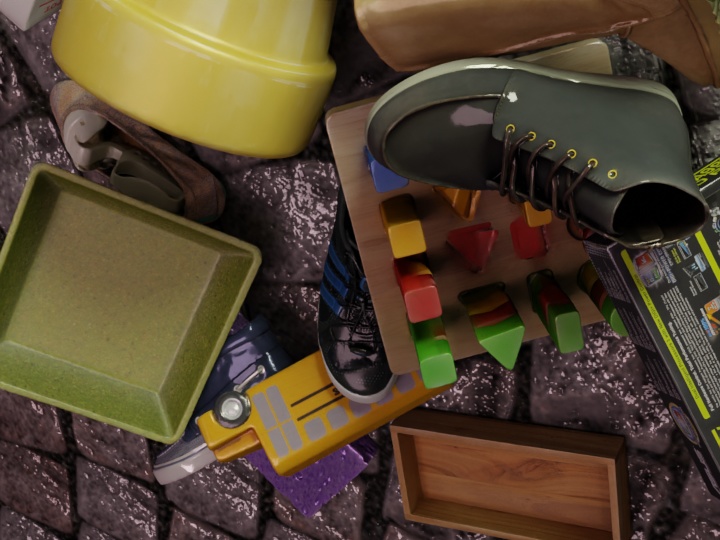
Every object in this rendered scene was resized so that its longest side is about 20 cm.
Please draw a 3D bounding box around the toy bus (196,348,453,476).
[{"bbox_3d":[-0.029,0.105,0.918,0.198,0.065,0.079,-29,77,-1],"label":"toy bus"}]

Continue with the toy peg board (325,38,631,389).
[{"bbox_3d":[0.097,-0.027,0.761,0.197,0.098,0.201,-15,111,1],"label":"toy peg board"}]

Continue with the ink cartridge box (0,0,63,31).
[{"bbox_3d":[-0.230,-0.266,0.864,0.067,0.117,0.200,41,134,-1],"label":"ink cartridge box"}]

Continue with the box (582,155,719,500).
[{"bbox_3d":[0.258,0.028,0.726,0.159,0.044,0.201,-31,100,-4],"label":"box"}]

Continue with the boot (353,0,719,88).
[{"bbox_3d":[0.120,-0.154,0.695,0.198,0.175,0.067,-7,67,26],"label":"boot"}]

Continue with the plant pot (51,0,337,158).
[{"bbox_3d":[-0.094,-0.208,0.785,0.199,0.200,0.191,29,112,14],"label":"plant pot"}]

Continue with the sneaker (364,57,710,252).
[{"bbox_3d":[0.102,-0.067,0.660,0.197,0.107,0.075,-2,130,-1],"label":"sneaker"}]

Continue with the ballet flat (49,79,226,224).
[{"bbox_3d":[-0.208,-0.101,0.981,0.199,0.067,0.069,31,126,13],"label":"ballet flat"}]

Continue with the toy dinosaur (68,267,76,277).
[{"bbox_3d":[-0.207,0.015,1.064,0.180,0.106,0.200,-21,138,27],"label":"toy dinosaur"}]

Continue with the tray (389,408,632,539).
[{"bbox_3d":[0.126,0.177,0.954,0.198,0.037,0.100,4,117,28],"label":"tray"}]

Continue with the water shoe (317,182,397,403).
[{"bbox_3d":[0.000,0.000,0.853,0.070,0.079,0.203,2,88,6],"label":"water shoe"}]

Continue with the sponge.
[{"bbox_3d":[-0.086,0.133,1.061,0.200,0.030,0.112,44,128,3],"label":"sponge"}]

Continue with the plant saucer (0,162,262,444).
[{"bbox_3d":[-0.210,0.025,0.954,0.198,0.048,0.202,21,108,-17],"label":"plant saucer"}]

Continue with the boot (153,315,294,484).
[{"bbox_3d":[-0.133,0.118,1.025,0.199,0.073,0.091,-32,89,29],"label":"boot"}]
